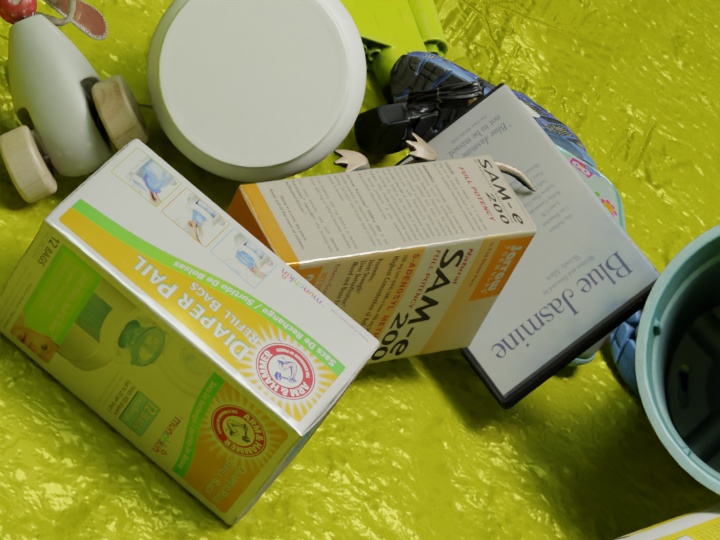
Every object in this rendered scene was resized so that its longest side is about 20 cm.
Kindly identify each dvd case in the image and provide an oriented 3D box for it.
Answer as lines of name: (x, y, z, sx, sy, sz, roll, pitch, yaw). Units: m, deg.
dvd case: (0.102, -0.019, 1.599, 0.200, 0.143, 0.018, 54, 2, 25)

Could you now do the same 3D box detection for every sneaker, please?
sneaker: (0.265, 0.089, 1.732, 0.200, 0.071, 0.083, 46, 20, 9)
sneaker: (0.103, -0.117, 1.822, 0.200, 0.075, 0.079, 32, 27, -25)

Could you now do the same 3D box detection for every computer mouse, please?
computer mouse: (0.044, -0.111, 1.675, 0.058, 0.200, 0.034, -7, 88, -18)

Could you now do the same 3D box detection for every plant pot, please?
plant pot: (0.290, 0.072, 1.586, 0.200, 0.200, 0.196, 45, -2, 10)

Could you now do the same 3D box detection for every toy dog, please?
toy dog: (-0.206, -0.136, 1.512, 0.131, 0.096, 0.201, -4, 75, 3)

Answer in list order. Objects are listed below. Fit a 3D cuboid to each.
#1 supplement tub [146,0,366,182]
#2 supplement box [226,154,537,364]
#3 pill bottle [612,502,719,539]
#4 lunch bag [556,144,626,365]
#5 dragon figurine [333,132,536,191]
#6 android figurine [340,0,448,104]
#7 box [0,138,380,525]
supplement tub: (-0.069, -0.133, 1.535, 0.145, 0.146, 0.200, 36, 3, -3)
supplement box: (0.000, 0.000, 1.488, 0.200, 0.126, 0.074, -9, 54, -32)
pill bottle: (0.229, 0.214, 1.496, 0.200, 0.111, 0.111, -11, 57, -48)
lunch bag: (0.130, -0.021, 1.716, 0.160, 0.077, 0.200, 29, 34, -16)
dragon figurine: (0.016, -0.040, 1.584, 0.200, 0.099, 0.059, -13, 62, -28)
android figurine: (-0.013, -0.222, 1.858, 0.182, 0.041, 0.200, 15, 41, -31)
box: (-0.107, 0.038, 1.374, 0.200, 0.113, 0.101, 40, 44, 2)
